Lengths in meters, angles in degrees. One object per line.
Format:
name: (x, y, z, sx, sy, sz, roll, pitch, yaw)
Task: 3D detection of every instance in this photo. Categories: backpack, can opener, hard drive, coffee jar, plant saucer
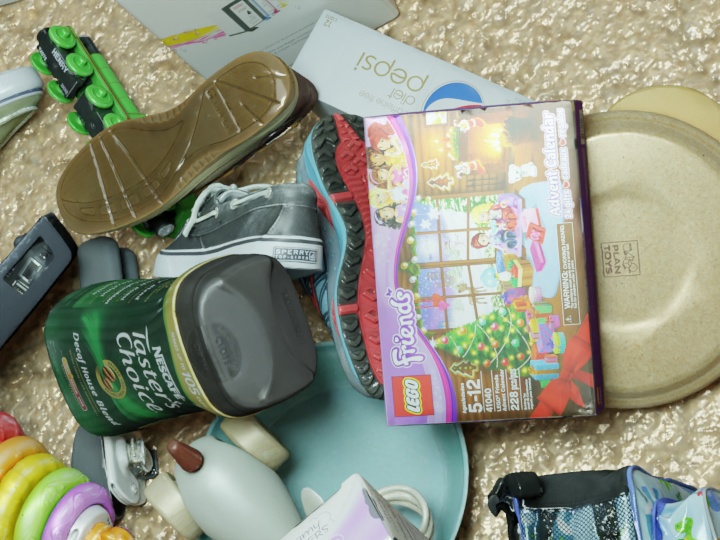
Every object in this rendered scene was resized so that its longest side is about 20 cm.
backpack: (0.174, 0.222, 1.479, 0.147, 0.183, 0.200, -8, 75, 21)
can opener: (-0.180, 0.075, 1.750, 0.066, 0.053, 0.200, -12, 68, 20)
hard drive: (-0.274, 0.046, 1.761, 0.042, 0.135, 0.200, 41, 89, -5)
coffee jar: (-0.117, 0.049, 1.624, 0.200, 0.085, 0.104, -12, 101, 50)
plant saucer: (-0.016, 0.147, 1.667, 0.200, 0.036, 0.200, -7, 70, 20)

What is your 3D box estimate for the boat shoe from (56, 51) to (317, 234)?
boat shoe: (-0.117, -0.082, 1.714, 0.200, 0.072, 0.072, -33, 72, 19)

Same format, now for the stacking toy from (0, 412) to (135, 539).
stacking toy: (-0.211, 0.170, 1.686, 0.200, 0.116, 0.110, 20, 51, 26)

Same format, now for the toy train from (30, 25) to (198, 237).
toy train: (-0.176, -0.102, 1.804, 0.042, 0.056, 0.200, -50, 59, 32)

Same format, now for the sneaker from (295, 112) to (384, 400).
sneaker: (0.000, 0.000, 1.673, 0.079, 0.096, 0.200, 0, 66, -22)

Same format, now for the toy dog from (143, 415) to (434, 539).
toy dog: (-0.063, 0.165, 1.605, 0.200, 0.096, 0.132, 23, 83, 27)

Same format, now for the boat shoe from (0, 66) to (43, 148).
boat shoe: (-0.310, -0.078, 1.856, 0.200, 0.072, 0.062, -35, 82, 16)

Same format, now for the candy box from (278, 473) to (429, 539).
candy box: (0.001, 0.247, 1.529, 0.168, 0.200, 0.072, -40, 36, 7)

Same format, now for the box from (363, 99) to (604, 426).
box: (0.078, -0.004, 1.575, 0.137, 0.039, 0.200, -4, 92, 14)

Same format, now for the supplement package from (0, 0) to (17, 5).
supplement package: (-0.361, -0.306, 1.897, 0.152, 0.151, 0.200, -13, 68, 19)

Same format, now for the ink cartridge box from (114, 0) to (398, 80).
ink cartridge box: (-0.092, -0.240, 1.734, 0.145, 0.200, 0.147, -27, 64, 13)

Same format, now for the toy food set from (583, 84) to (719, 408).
toy food set: (0.168, -0.010, 1.605, 0.198, 0.049, 0.200, -21, 90, 9)

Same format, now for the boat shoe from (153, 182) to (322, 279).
boat shoe: (-0.085, -0.027, 1.686, 0.199, 0.074, 0.068, 168, 106, -67)

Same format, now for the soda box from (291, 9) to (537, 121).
soda box: (0.050, -0.107, 1.705, 0.200, 0.068, 0.064, 26, 83, 28)
